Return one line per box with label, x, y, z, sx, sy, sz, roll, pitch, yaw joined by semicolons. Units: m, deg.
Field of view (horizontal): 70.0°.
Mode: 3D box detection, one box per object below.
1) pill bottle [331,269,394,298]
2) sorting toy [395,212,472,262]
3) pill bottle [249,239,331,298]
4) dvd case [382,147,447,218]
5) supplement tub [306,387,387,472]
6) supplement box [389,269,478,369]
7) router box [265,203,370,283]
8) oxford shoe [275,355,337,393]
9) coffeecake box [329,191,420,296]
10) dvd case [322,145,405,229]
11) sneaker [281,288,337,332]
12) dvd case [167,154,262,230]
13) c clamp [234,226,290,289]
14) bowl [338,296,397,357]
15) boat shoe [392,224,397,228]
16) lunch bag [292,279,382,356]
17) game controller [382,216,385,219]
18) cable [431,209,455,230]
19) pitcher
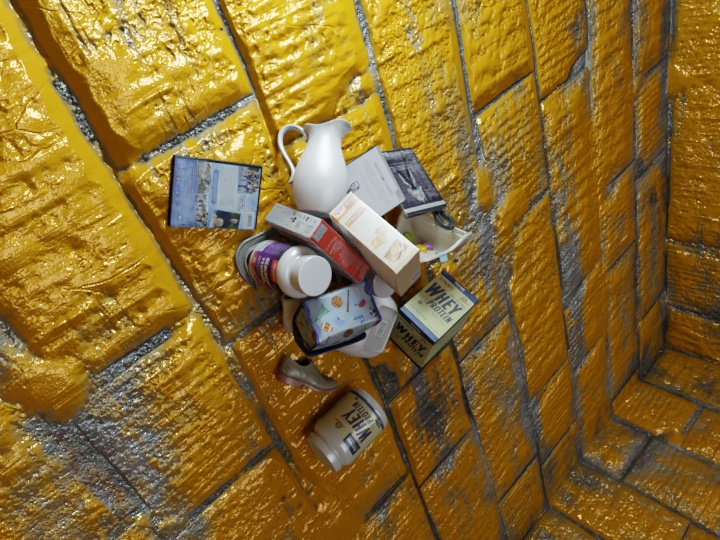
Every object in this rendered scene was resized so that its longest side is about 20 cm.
pill bottle;0.000;0.000;1.282;0.111;0.199;0.114;-14;113;-37
sorting toy;0.161;-0.072;1.357;0.179;0.198;0.108;-29;139;-50
pill bottle;-0.151;-0.002;1.118;0.110;0.199;0.113;-8;103;-37
dvd case;0.126;-0.233;1.348;0.147;0.202;0.016;-17;160;-36
supplement tub;-0.038;0.444;1.435;0.199;0.144;0.146;-39;126;-25
supplement box;0.209;0.145;1.499;0.199;0.134;0.201;-39;160;-26
router box;-0.098;-0.062;1.153;0.049;0.199;0.179;-55;130;-10
oxford shoe;-0.128;0.273;1.353;0.199;0.070;0.076;25;83;-44
coffeecake box;0.035;-0.054;1.120;0.073;0.200;0.154;-45;161;-9
dvd case;-0.007;-0.179;1.223;0.199;0.025;0.151;-34;110;-7
sneaker;-0.108;0.066;1.286;0.198;0.073;0.117;-26;132;-31
dvd case;-0.303;-0.161;1.087;0.198;0.017;0.145;-1;104;-40
c clamp;-0.200;-0.020;1.219;0.198;0.027;0.173;-24;119;-34
bowl;0.028;0.148;1.407;0.200;0.074;0.202;29;83;-59
boat shoe;0.071;-0.060;1.418;0.199;0.059;0.073;-38;125;-27
lunch bag;-0.063;0.120;1.199;0.168;0.200;0.125;-16;80;-22
game controller;0.004;-0.147;1.317;0.104;0.042;0.200;-38;145;-4
cable;0.183;-0.167;1.395;0.097;0.200;0.051;-26;149;-45
pitcher;-0.108;-0.224;1.129;0.121;0.169;0.203;25;69;-75
